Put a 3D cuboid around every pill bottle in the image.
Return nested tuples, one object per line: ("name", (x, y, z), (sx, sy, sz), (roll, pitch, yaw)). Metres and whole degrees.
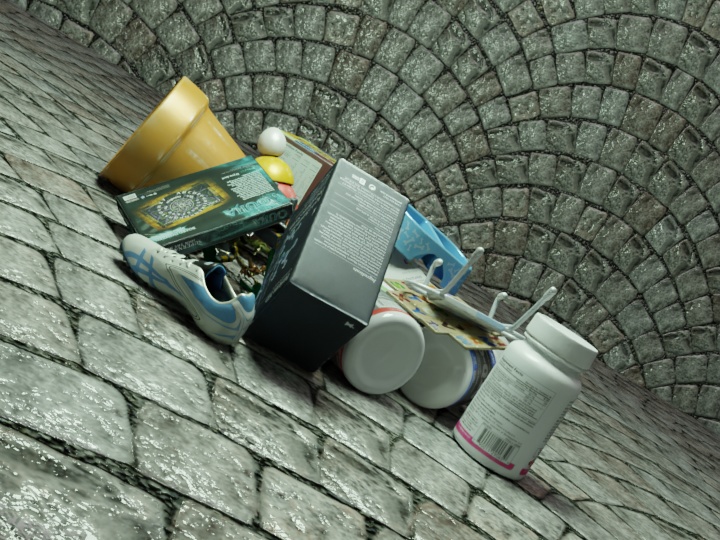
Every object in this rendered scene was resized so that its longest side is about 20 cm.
("pill bottle", (0.220, 0.165, 1.242), (0.113, 0.200, 0.113), (32, 8, -5))
("pill bottle", (-0.006, 0.071, 1.260), (0.116, 0.116, 0.200), (27, 9, -32))
("pill bottle", (0.135, 0.142, 1.375), (0.114, 0.114, 0.200), (35, 9, 22))

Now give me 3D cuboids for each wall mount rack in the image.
("wall mount rack", (0.169, 0.031, 1.291), (0.199, 0.075, 0.174), (27, -8, -13))

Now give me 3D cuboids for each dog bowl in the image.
("dog bowl", (0.103, -0.042, 1.493), (0.200, 0.050, 0.112), (37, 16, -32))

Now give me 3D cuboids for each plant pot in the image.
("plant pot", (-0.272, -0.168, 1.476), (0.183, 0.200, 0.200), (41, 5, -16))

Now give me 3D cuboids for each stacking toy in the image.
("stacking toy", (-0.156, -0.141, 1.583), (0.145, 0.201, 0.146), (7, -3, 0))

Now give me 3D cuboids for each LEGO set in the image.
("LEGO set", (-0.124, -0.040, 1.330), (0.116, 0.154, 0.200), (-8, 27, -42))

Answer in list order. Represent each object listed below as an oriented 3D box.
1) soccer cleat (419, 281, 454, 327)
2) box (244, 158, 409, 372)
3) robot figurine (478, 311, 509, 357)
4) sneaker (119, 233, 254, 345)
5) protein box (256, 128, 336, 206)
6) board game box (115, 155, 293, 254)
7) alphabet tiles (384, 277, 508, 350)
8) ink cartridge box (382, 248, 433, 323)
("soccer cleat", (0.102, 0.042, 1.536), (0.073, 0.068, 0.200), (63, -14, -14))
("box", (-0.041, -0.005, 1.135), (0.107, 0.148, 0.200), (29, 51, -14))
("robot figurine", (0.184, 0.138, 1.571), (0.150, 0.125, 0.200), (21, 9, -8))
("sneaker", (-0.197, 0.008, 1.076), (0.200, 0.073, 0.072), (34, 10, 25))
("protein box", (-0.130, -0.138, 1.758), (0.135, 0.200, 0.199), (33, 8, 9))
("board game box", (-0.207, -0.083, 1.242), (0.199, 0.028, 0.135), (-20, 44, -21))
("alphabet tiles", (0.124, 0.062, 1.336), (0.166, 0.006, 0.200), (40, 18, 31))
("ink cartridge box", (0.000, 0.000, 1.470), (0.144, 0.084, 0.200), (-11, 52, -34))
